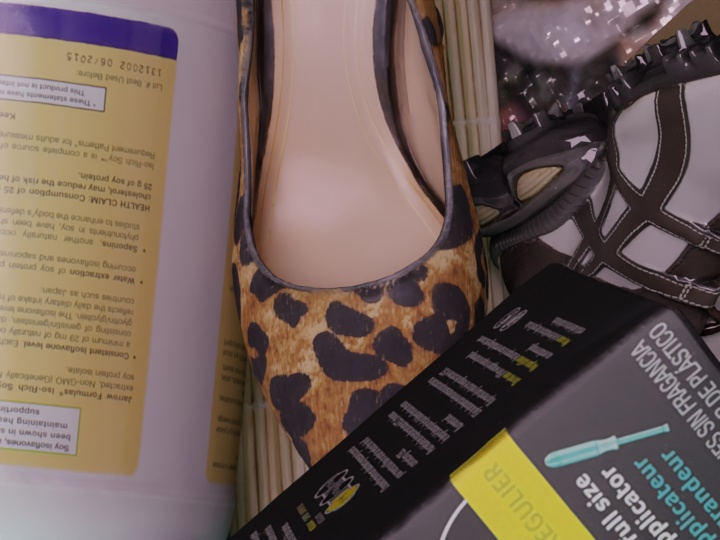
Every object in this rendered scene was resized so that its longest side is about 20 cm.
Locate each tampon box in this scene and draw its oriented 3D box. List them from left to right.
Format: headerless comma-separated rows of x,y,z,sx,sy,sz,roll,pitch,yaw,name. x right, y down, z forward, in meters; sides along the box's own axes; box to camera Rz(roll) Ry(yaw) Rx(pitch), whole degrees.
0.026,0.120,0.607,0.200,0.126,0.150,-41,97,-2,tampon box

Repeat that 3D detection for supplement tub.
-0.103,0.014,0.768,0.145,0.145,0.201,4,84,13,supplement tub

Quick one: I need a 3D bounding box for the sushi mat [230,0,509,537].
0.000,0.000,0.815,0.095,0.012,0.201,-6,81,11,sushi mat

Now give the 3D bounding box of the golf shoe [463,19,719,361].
0.099,-0.018,0.717,0.077,0.200,0.095,-22,86,-24,golf shoe

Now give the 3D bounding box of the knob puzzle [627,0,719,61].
0.206,-0.060,0.761,0.218,0.030,0.221,-7,65,16,knob puzzle

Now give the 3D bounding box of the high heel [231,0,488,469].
-0.011,-0.051,0.694,0.071,0.143,0.201,-5,49,11,high heel
